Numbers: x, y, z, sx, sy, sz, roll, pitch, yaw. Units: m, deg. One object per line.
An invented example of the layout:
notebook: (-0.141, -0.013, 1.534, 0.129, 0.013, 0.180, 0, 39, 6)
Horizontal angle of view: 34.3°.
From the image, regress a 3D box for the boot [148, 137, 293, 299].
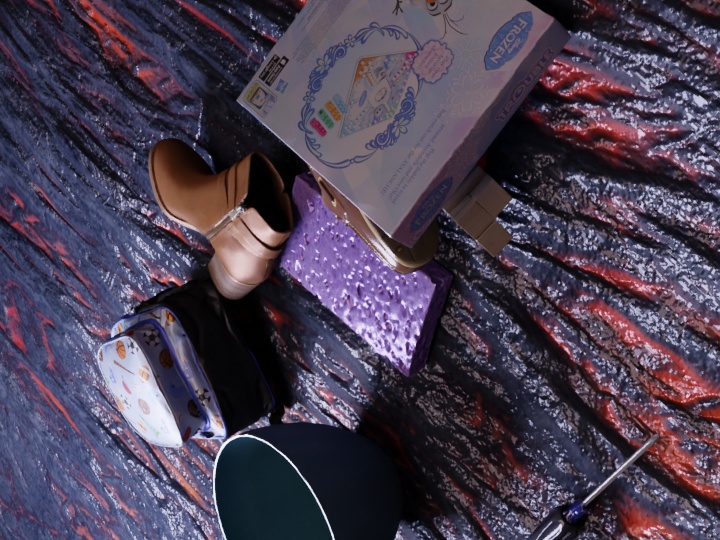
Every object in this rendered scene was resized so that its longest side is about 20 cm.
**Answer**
boot: (-0.142, -0.080, 1.191, 0.201, 0.076, 0.155, 65, 148, 15)

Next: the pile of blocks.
pile of blocks: (0.064, -0.099, 0.977, 0.062, 0.082, 0.200, -47, 73, 7)

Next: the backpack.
backpack: (-0.203, 0.110, 1.317, 0.190, 0.154, 0.201, -13, 99, 62)

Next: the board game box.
board game box: (0.028, -0.156, 0.916, 0.199, 0.043, 0.200, 43, 100, 31)

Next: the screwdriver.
screwdriver: (0.195, 0.186, 0.959, 0.029, 0.028, 0.200, 33, 136, -4)

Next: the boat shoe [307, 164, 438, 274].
boat shoe: (0.003, -0.074, 1.046, 0.201, 0.072, 0.068, 58, 146, 25)

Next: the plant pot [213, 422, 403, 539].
plant pot: (-0.035, 0.235, 1.170, 0.200, 0.134, 0.201, 25, 124, 43)

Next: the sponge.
sponge: (0.000, 0.000, 1.110, 0.200, 0.030, 0.112, 39, 132, 33)
